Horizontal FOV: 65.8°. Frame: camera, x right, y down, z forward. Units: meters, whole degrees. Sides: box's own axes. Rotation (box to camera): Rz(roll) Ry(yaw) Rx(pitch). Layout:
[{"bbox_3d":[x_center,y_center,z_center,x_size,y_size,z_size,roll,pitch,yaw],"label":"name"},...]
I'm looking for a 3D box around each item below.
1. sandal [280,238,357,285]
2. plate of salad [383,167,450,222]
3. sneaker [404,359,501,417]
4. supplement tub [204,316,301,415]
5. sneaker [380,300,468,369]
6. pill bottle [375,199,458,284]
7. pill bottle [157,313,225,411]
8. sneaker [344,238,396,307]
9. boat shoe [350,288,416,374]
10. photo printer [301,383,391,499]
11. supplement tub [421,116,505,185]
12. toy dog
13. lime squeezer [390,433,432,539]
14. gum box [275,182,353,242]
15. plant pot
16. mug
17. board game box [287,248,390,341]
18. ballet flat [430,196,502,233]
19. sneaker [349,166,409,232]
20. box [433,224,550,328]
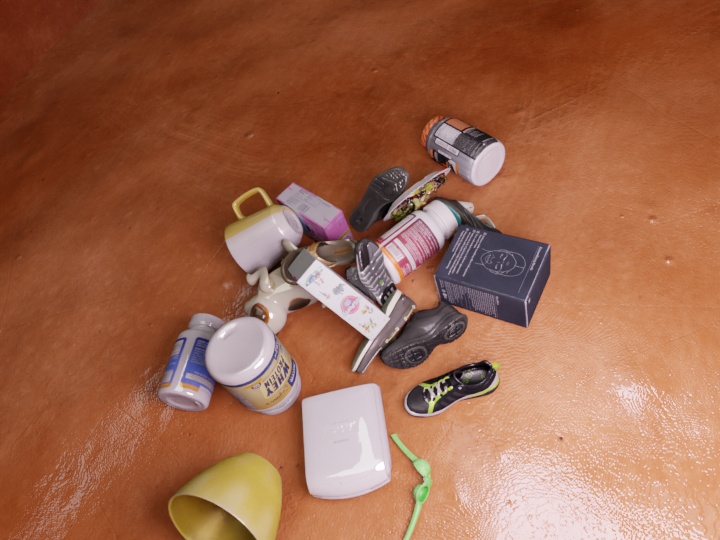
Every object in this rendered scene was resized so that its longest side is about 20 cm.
[{"bbox_3d":[-0.085,-0.031,1.238,0.200,0.054,0.080,-19,75,-21],"label":"sandal"},{"bbox_3d":[0.139,-0.173,1.325,0.200,0.200,0.048,-36,86,-9],"label":"plate of salad"},{"bbox_3d":[0.173,0.217,1.074,0.200,0.083,0.072,-22,51,2],"label":"sneaker"},{"bbox_3d":[-0.212,0.201,1.140,0.144,0.200,0.145,-9,53,12],"label":"supplement tub"},{"bbox_3d":[0.125,0.134,1.168,0.200,0.076,0.091,-27,44,-14],"label":"sneaker"},{"bbox_3d":[0.122,-0.068,1.284,0.200,0.110,0.110,-38,52,-10],"label":"pill bottle"},{"bbox_3d":[-0.369,0.202,1.250,0.112,0.112,0.200,-2,54,17],"label":"pill bottle"},{"bbox_3d":[0.000,0.000,1.224,0.115,0.200,0.075,21,58,39],"label":"sneaker"},{"bbox_3d":[0.051,0.137,1.183,0.061,0.072,0.201,33,76,-6],"label":"boat shoe"},{"bbox_3d":[-0.029,0.330,1.068,0.166,0.069,0.200,-14,52,8],"label":"photo printer"},{"bbox_3d":[0.254,-0.309,1.409,0.122,0.123,0.200,-39,52,-11],"label":"supplement tub"},{"bbox_3d":[-0.179,0.066,1.289,0.194,0.140,0.200,40,75,17],"label":"toy dog"},{"bbox_3d":[0.095,0.386,1.006,0.071,0.038,0.200,-12,53,10],"label":"lime squeezer"},{"bbox_3d":[-0.119,-0.133,1.409,0.200,0.114,0.066,34,70,34],"label":"gum box"},{"bbox_3d":[-0.221,0.420,1.011,0.200,0.200,0.142,8,33,23],"label":"plant pot"},{"bbox_3d":[-0.236,-0.098,1.358,0.153,0.187,0.149,-30,19,17],"label":"mug"},{"bbox_3d":[-0.048,0.047,1.154,0.064,0.200,0.148,-52,18,1],"label":"board game box"},{"bbox_3d":[0.255,-0.117,1.309,0.068,0.068,0.200,-33,61,-21],"label":"ballet flat"},{"bbox_3d":[0.058,-0.186,1.364,0.076,0.199,0.114,41,36,3],"label":"sneaker"},{"bbox_3d":[0.281,0.008,1.176,0.200,0.107,0.149,17,62,29],"label":"box"}]
